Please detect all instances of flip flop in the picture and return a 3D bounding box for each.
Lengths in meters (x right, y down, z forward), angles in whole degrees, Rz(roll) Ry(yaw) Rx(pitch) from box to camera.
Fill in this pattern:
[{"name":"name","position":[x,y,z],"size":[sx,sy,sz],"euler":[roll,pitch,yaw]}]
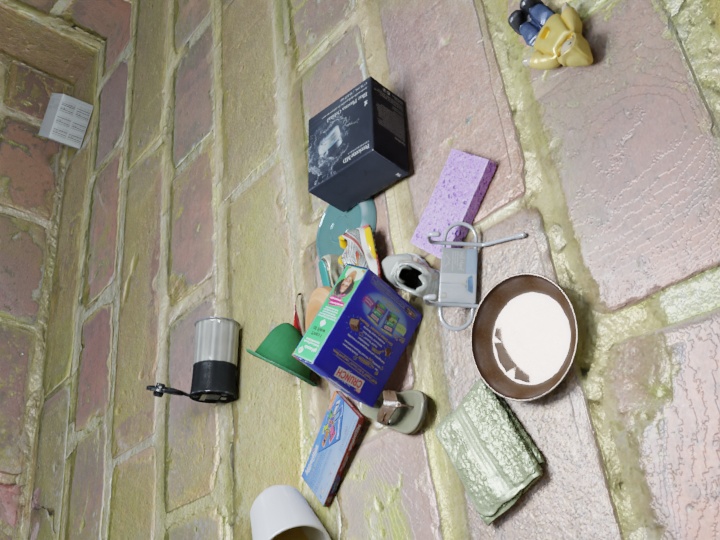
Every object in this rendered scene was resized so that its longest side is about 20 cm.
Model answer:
[{"name":"flip flop","position":[0.050,0.250,1.430],"size":[0.199,0.057,0.082],"euler":[5,79,52]}]

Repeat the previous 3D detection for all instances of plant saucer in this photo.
[{"name":"plant saucer","position":[-0.040,-0.089,1.708],"size":[0.199,0.027,0.203],"euler":[-25,57,45]},{"name":"plant saucer","position":[-0.069,0.135,1.581],"size":[0.200,0.032,0.203],"euler":[32,127,57]},{"name":"plant saucer","position":[0.264,0.106,1.227],"size":[0.199,0.036,0.204],"euler":[-14,70,44]}]

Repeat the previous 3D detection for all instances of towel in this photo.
[{"name":"towel","position":[0.203,0.287,1.243],"size":[0.149,0.036,0.201],"euler":[-52,41,22]}]

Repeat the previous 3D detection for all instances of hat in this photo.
[{"name":"hat","position":[-0.139,0.127,1.653],"size":[0.198,0.165,0.178],"euler":[20,78,36]}]

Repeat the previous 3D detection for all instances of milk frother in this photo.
[{"name":"milk frother","position":[-0.409,0.223,1.902],"size":[0.180,0.198,0.191],"euler":[-29,54,46]}]

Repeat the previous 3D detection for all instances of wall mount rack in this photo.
[{"name":"wall mount rack","position":[0.198,0.001,1.339],"size":[0.171,0.075,0.203],"euler":[2,74,9]}]

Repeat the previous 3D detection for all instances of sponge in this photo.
[{"name":"sponge","position":[0.174,-0.124,1.453],"size":[0.111,0.030,0.202],"euler":[32,101,52]}]

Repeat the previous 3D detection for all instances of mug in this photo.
[{"name":"mug","position":[-0.160,0.520,1.520],"size":[0.188,0.148,0.153],"euler":[-55,32,10]}]

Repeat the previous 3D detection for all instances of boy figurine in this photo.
[{"name":"boy figurine","position":[0.332,-0.403,1.344],"size":[0.125,0.064,0.201],"euler":[-50,39,22]}]

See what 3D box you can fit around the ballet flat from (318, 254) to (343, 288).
[{"name":"ballet flat","position":[-0.043,0.066,1.612],"size":[0.067,0.062,0.203],"euler":[3,100,64]}]

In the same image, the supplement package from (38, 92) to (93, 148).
[{"name":"supplement package","position":[-1.306,-0.663,3.423],"size":[0.190,0.146,0.203],"euler":[19,90,52]}]

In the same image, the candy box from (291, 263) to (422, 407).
[{"name":"candy box","position":[-0.002,0.120,1.420],"size":[0.077,0.169,0.202],"euler":[9,64,54]}]

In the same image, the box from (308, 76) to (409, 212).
[{"name":"box","position":[-0.007,-0.266,1.645],"size":[0.195,0.117,0.203],"euler":[-27,52,36]}]

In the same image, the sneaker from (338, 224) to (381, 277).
[{"name":"sneaker","position":[0.000,0.000,1.562],"size":[0.081,0.078,0.202],"euler":[-11,50,0]}]

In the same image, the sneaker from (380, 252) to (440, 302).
[{"name":"sneaker","position":[0.089,0.004,1.455],"size":[0.199,0.091,0.077],"euler":[23,94,53]}]

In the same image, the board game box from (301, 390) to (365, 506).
[{"name":"board game box","position":[-0.056,0.354,1.539],"size":[0.103,0.019,0.202],"euler":[37,110,50]}]
